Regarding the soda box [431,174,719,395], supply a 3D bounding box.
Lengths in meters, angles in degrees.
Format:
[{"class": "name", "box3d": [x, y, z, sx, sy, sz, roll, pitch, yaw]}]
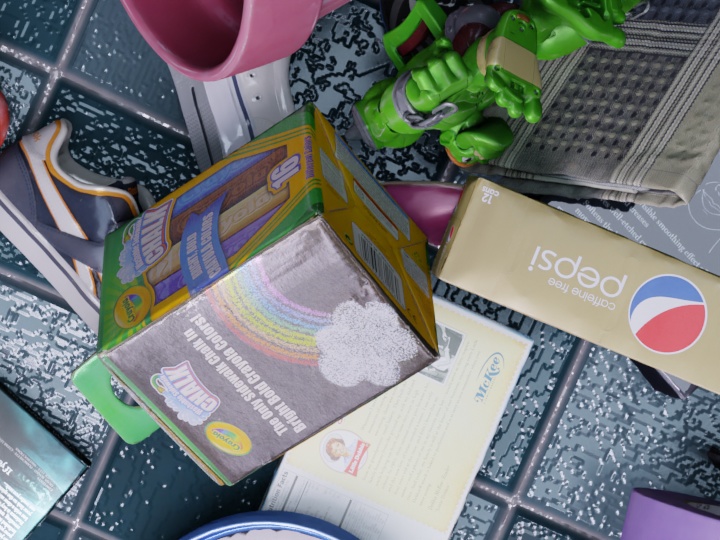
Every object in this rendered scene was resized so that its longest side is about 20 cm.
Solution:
[{"class": "soda box", "box3d": [0.143, 0.011, 1.476, 0.199, 0.068, 0.064, 22, 92, -3]}]

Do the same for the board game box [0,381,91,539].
[{"class": "board game box", "box3d": [-0.283, 0.104, 1.578, 0.200, 0.028, 0.135, 42, 89, -4]}]

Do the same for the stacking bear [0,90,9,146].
[{"class": "stacking bear", "box3d": [-0.297, -0.132, 1.538, 0.200, 0.121, 0.114, 44, 78, -12]}]

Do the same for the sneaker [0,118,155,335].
[{"class": "sneaker", "box3d": [-0.145, -0.005, 1.560, 0.079, 0.078, 0.200, -43, 91, 4]}]

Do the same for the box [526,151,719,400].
[{"class": "box", "box3d": [0.211, -0.045, 1.566, 0.200, 0.107, 0.149, -43, 93, -1]}]

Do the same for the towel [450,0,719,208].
[{"class": "towel", "box3d": [0.168, -0.119, 1.512, 0.200, 0.192, 0.035, -55, 129, -20]}]

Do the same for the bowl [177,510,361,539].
[{"class": "bowl", "box3d": [-0.054, 0.241, 1.566, 0.199, 0.039, 0.202, 1, 105, 4]}]

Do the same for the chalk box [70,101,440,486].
[{"class": "chalk box", "box3d": [-0.071, 0.025, 1.468, 0.199, 0.124, 0.125, -31, 121, 18]}]

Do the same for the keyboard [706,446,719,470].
[{"class": "keyboard", "box3d": [0.307, 0.151, 1.528, 0.127, 0.200, 0.021, 19, 92, -40]}]

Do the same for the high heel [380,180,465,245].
[{"class": "high heel", "box3d": [0.000, 0.000, 1.550, 0.199, 0.067, 0.097, -6, 80, 24]}]

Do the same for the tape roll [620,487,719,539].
[{"class": "tape roll", "box3d": [0.248, 0.194, 1.526, 0.199, 0.200, 0.086, 13, 90, -3]}]

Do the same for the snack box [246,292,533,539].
[{"class": "snack box", "box3d": [0.015, 0.110, 1.591, 0.116, 0.037, 0.201, 24, 89, -2]}]

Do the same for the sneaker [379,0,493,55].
[{"class": "sneaker", "box3d": [0.046, -0.206, 1.565, 0.070, 0.083, 0.201, -5, 94, -4]}]

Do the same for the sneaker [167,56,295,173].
[{"class": "sneaker", "box3d": [-0.081, -0.146, 1.575, 0.070, 0.073, 0.201, -14, 92, -28]}]

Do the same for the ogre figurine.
[{"class": "ogre figurine", "box3d": [0.072, -0.120, 1.475, 0.098, 0.120, 0.200, 47, 50, -16]}]

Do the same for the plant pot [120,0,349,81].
[{"class": "plant pot", "box3d": [-0.039, -0.227, 1.457, 0.178, 0.200, 0.201, -21, 92, -26]}]
